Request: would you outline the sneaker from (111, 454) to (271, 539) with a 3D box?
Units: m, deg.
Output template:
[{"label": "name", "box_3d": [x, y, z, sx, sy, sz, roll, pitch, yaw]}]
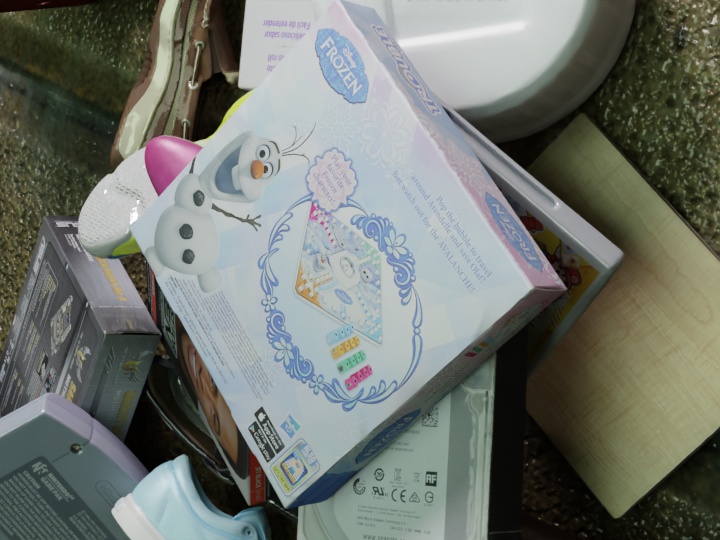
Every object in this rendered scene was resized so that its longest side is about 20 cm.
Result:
[{"label": "sneaker", "box_3d": [-0.084, 0.216, 1.037, 0.200, 0.074, 0.082, 45, 87, -1]}]

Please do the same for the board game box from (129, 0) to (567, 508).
[{"label": "board game box", "box_3d": [-0.016, -0.008, 0.802, 0.199, 0.043, 0.201, -44, 66, 28]}]

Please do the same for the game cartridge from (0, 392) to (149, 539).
[{"label": "game cartridge", "box_3d": [-0.218, 0.186, 1.088, 0.133, 0.201, 0.041, -26, 30, 12]}]

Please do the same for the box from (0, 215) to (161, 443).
[{"label": "box", "box_3d": [-0.231, 0.082, 1.140, 0.159, 0.048, 0.201, 50, 127, 44]}]

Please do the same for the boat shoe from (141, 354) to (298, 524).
[{"label": "boat shoe", "box_3d": [-0.086, 0.124, 1.058, 0.200, 0.060, 0.074, 44, 118, 29]}]

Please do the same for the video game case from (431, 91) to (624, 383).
[{"label": "video game case", "box_3d": [0.039, -0.001, 0.873, 0.182, 0.023, 0.200, 41, 134, 10]}]

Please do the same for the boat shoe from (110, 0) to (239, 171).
[{"label": "boat shoe", "box_3d": [-0.121, -0.159, 1.090, 0.074, 0.075, 0.204, 20, 97, 1]}]

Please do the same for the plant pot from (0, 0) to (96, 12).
[{"label": "plant pot", "box_3d": [-0.236, -0.297, 1.097, 0.199, 0.199, 0.178, -8, 96, 38]}]

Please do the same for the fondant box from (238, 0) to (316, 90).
[{"label": "fondant box", "box_3d": [-0.005, -0.218, 0.994, 0.143, 0.058, 0.202, 10, 98, 37]}]

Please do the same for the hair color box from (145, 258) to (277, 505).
[{"label": "hair color box", "box_3d": [-0.090, 0.053, 1.009, 0.200, 0.061, 0.102, 54, 151, 41]}]

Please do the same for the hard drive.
[{"label": "hard drive", "box_3d": [0.028, 0.081, 0.819, 0.139, 0.038, 0.202, -1, 83, 40]}]

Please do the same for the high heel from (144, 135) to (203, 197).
[{"label": "high heel", "box_3d": [-0.086, 0.009, 0.893, 0.201, 0.096, 0.067, 53, 136, -2]}]

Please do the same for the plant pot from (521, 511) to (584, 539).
[{"label": "plant pot", "box_3d": [0.123, 0.242, 0.826, 0.198, 0.199, 0.202, 26, 106, 42]}]

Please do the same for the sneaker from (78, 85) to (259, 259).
[{"label": "sneaker", "box_3d": [-0.093, -0.049, 0.999, 0.199, 0.105, 0.076, -27, 53, 14]}]

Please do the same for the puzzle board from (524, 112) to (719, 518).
[{"label": "puzzle board", "box_3d": [0.148, 0.026, 0.886, 0.151, 0.017, 0.200, -46, 67, 18]}]

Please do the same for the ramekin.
[{"label": "ramekin", "box_3d": [0.064, -0.178, 0.874, 0.199, 0.098, 0.202, 1, 95, 16]}]
